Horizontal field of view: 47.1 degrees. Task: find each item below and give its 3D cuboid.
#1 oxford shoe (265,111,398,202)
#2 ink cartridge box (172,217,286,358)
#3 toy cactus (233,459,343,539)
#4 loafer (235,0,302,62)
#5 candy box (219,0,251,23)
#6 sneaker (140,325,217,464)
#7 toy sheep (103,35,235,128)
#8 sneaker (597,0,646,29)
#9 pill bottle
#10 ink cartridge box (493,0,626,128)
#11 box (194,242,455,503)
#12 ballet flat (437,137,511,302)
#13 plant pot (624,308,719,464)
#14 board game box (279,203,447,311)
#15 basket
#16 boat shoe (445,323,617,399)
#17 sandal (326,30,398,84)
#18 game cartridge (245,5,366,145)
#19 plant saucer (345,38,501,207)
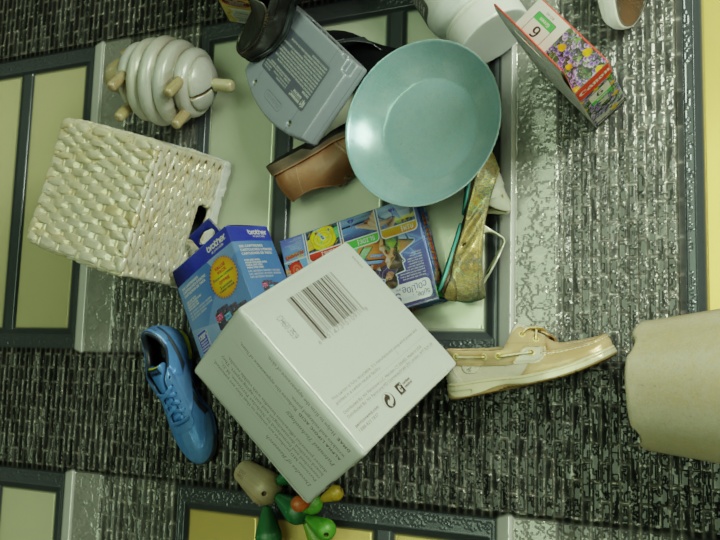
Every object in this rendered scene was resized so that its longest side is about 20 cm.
[{"bbox_3d":[-0.021,-0.152,1.077,0.200,0.071,0.071,-25,103,18],"label":"oxford shoe"},{"bbox_3d":[-0.166,0.030,1.087,0.136,0.076,0.200,-36,67,36],"label":"ink cartridge box"},{"bbox_3d":[-0.103,0.296,1.039,0.165,0.102,0.200,26,103,35],"label":"toy cactus"},{"bbox_3d":[-0.117,-0.350,1.059,0.200,0.072,0.073,-45,50,40],"label":"loafer"},{"bbox_3d":[-0.157,-0.415,1.089,0.056,0.200,0.117,9,87,4],"label":"candy box"},{"bbox_3d":[-0.256,0.171,1.128,0.066,0.078,0.200,-25,75,18],"label":"sneaker"},{"bbox_3d":[-0.271,-0.264,1.164,0.200,0.138,0.138,13,89,13],"label":"toy sheep"},{"bbox_3d":[0.283,-0.373,0.963,0.085,0.073,0.201,-6,86,55],"label":"sneaker"},{"bbox_3d":[0.112,-0.355,1.003,0.113,0.113,0.200,-35,70,17],"label":"pill bottle"},{"bbox_3d":[0.219,-0.231,0.887,0.050,0.200,0.109,-43,68,14],"label":"ink cartridge box"},{"bbox_3d":[-0.037,0.108,0.927,0.200,0.199,0.131,48,132,7],"label":"box"},{"bbox_3d":[0.144,-0.058,0.982,0.071,0.071,0.201,12,87,26],"label":"ballet flat"},{"bbox_3d":[0.365,0.111,0.795,0.183,0.200,0.201,-5,81,37],"label":"plant pot"},{"bbox_3d":[0.000,0.000,1.051,0.200,0.034,0.136,-17,77,23],"label":"board game box"},{"bbox_3d":[-0.322,-0.095,1.149,0.200,0.161,0.199,18,92,28],"label":"basket"},{"bbox_3d":[0.184,0.094,0.931,0.200,0.074,0.069,-17,82,23],"label":"boat shoe"},{"bbox_3d":[-0.006,-0.278,1.085,0.200,0.043,0.076,15,90,28],"label":"sandal"},{"bbox_3d":[-0.079,-0.252,1.074,0.133,0.041,0.200,-56,45,20],"label":"game cartridge"},{"bbox_3d":[0.077,-0.170,0.977,0.201,0.039,0.202,-5,80,29],"label":"plant saucer"}]
